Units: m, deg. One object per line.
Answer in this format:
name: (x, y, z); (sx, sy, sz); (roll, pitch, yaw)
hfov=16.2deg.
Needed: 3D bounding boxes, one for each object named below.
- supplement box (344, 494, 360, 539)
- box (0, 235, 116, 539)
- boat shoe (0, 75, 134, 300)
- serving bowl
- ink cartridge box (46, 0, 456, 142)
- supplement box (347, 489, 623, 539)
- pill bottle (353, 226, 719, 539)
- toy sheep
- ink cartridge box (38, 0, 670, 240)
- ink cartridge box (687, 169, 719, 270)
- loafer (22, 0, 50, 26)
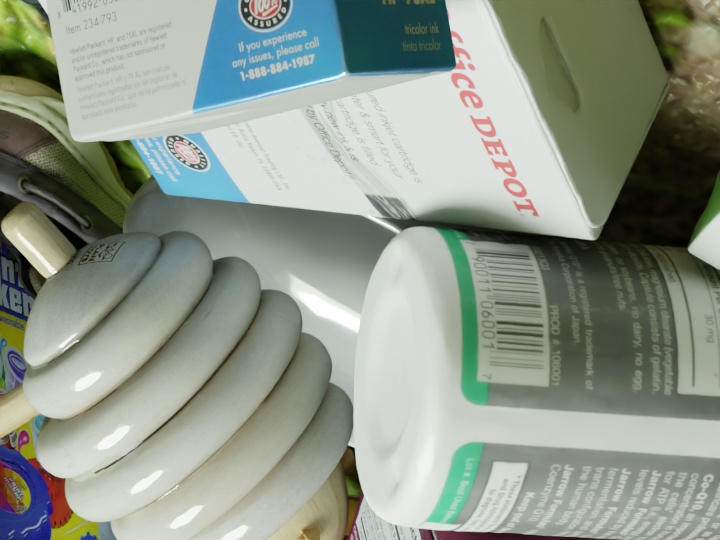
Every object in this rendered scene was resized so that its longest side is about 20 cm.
supplement box: (0.032, 0.228, 1.218); (0.197, 0.201, 0.133); (8, 155, -16)
box: (-0.210, 0.086, 1.176); (0.122, 0.193, 0.200); (-11, 164, 19)
boat shoe: (-0.129, -0.008, 1.177); (0.072, 0.065, 0.200); (3, 146, 31)
serving bowl: (0.000, 0.000, 1.084); (0.200, 0.066, 0.200); (21, 150, 13)
ink cartridge box: (-0.049, -0.150, 0.809); (0.116, 0.067, 0.201); (-10, 90, 35)
supplement box: (0.058, 0.158, 1.055); (0.130, 0.103, 0.200); (2, 131, -18)
pill bottle: (0.105, 0.046, 0.955); (0.199, 0.113, 0.113); (5, 154, -15)
toy sheep: (-0.079, 0.052, 1.038); (0.200, 0.138, 0.138); (45, 147, -17)
ink cartridge box: (-0.005, -0.094, 0.921); (0.200, 0.084, 0.145); (8, 145, 33)
ink cartridge box: (0.202, -0.043, 0.850); (0.104, 0.059, 0.200); (30, 151, -4)
loafer: (-0.128, -0.133, 0.978); (0.068, 0.071, 0.201); (10, 146, 31)
